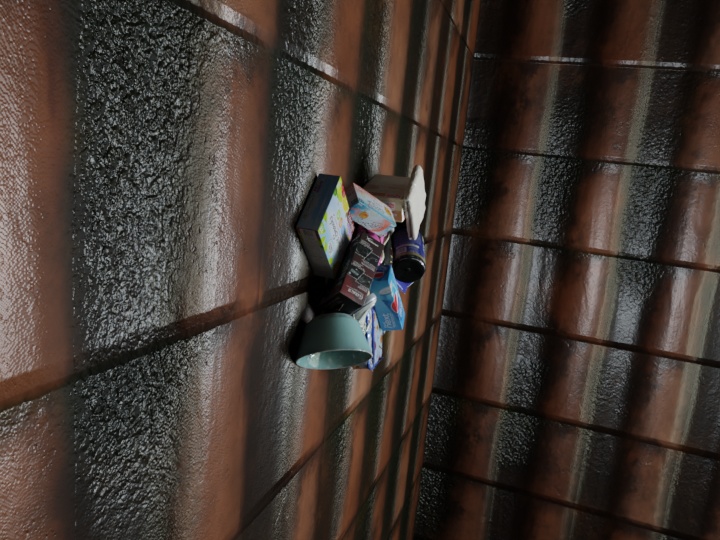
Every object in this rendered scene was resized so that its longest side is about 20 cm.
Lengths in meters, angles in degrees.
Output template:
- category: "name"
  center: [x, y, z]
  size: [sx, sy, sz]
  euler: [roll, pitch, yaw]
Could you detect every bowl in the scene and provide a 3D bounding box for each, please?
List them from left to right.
- category: "bowl"
  center: [-0.069, 0.176, 1.474]
  size: [0.201, 0.194, 0.108]
  euler: [56, 27, -65]

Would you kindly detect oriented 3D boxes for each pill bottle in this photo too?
- category: "pill bottle"
  center: [0.150, -0.070, 1.849]
  size: [0.114, 0.108, 0.204]
  euler: [81, 8, -45]

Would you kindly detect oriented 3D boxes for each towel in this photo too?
- category: "towel"
  center: [0.165, -0.199, 1.747]
  size: [0.202, 0.033, 0.135]
  euler: [73, 31, -55]

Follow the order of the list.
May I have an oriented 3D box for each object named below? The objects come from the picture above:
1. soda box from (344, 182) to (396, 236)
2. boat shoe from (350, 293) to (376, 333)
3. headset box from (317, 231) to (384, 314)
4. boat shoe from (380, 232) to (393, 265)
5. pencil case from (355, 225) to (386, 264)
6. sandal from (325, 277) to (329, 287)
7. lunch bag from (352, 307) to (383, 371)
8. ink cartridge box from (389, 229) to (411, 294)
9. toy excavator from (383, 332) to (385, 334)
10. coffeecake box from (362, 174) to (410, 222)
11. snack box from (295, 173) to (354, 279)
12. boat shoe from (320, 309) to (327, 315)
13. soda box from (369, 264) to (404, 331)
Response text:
- category: "soda box"
  center: [0.019, -0.166, 1.615]
  size: [0.198, 0.063, 0.070]
  euler: [25, 41, -51]
- category: "boat shoe"
  center: [-0.010, 0.152, 1.573]
  size: [0.202, 0.087, 0.074]
  euler: [-45, 167, 25]
- category: "headset box"
  center: [-0.028, 0.024, 1.497]
  size: [0.148, 0.076, 0.204]
  euler: [-34, -150, 59]
- category: "boat shoe"
  center: [0.065, -0.052, 1.785]
  size: [0.064, 0.072, 0.204]
  euler: [54, 25, -27]
- category: "pencil case"
  center: [0.028, -0.073, 1.705]
  size: [0.202, 0.091, 0.092]
  euler: [-79, -173, -54]
- category: "sandal"
  center: [-0.047, -0.031, 1.626]
  size: [0.083, 0.048, 0.208]
  euler: [65, 38, -61]
- category: "lunch bag"
  center: [0.018, 0.189, 1.690]
  size: [0.160, 0.073, 0.207]
  euler: [-15, 103, -75]
- category: "ink cartridge box"
  center: [0.116, -0.051, 1.931]
  size: [0.200, 0.040, 0.201]
  euler: [47, 31, -13]
- category: "toy excavator"
  center: [0.023, 0.142, 1.848]
  size: [0.201, 0.097, 0.199]
  euler: [67, 36, -60]
- category: "coffeecake box"
  center: [0.087, -0.227, 1.791]
  size: [0.200, 0.149, 0.075]
  euler: [-51, 146, -57]
- category: "snack box"
  center: [-0.083, -0.107, 1.445]
  size: [0.202, 0.066, 0.172]
  euler: [72, 32, -53]
- category: "boat shoe"
  center: [-0.048, 0.081, 1.591]
  size: [0.203, 0.069, 0.071]
  euler: [-58, 174, -24]
- category: "soda box"
  center: [0.074, 0.081, 1.659]
  size: [0.065, 0.066, 0.203]
  euler: [-76, 156, -45]
